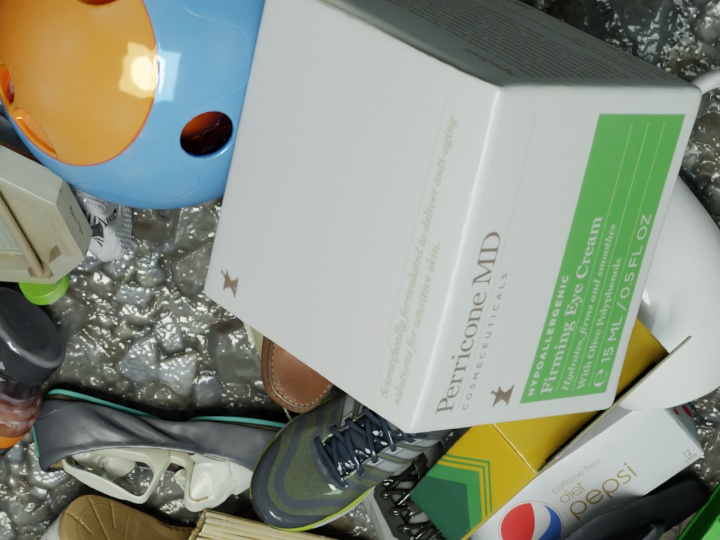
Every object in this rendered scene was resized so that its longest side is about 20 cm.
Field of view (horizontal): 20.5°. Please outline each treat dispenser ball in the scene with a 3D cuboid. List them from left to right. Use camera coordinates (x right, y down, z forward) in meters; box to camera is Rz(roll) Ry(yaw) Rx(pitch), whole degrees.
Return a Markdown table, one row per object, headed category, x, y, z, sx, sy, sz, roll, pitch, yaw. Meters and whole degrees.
| category | x | y | z | sx | sy | sz | roll | pitch | yaw |
| --- | --- | --- | --- | --- | --- | --- | --- | --- | --- |
| treat dispenser ball | -0.123 | -0.138 | 1.197 | 0.200 | 0.201 | 0.202 | 0 | 116 | 0 |

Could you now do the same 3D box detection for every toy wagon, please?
| category | x | y | z | sx | sy | sz | roll | pitch | yaw |
| --- | --- | --- | --- | --- | --- | --- | --- | --- | --- |
| toy wagon | -0.274 | -0.038 | 1.258 | 0.199 | 0.040 | 0.155 | 4 | 148 | 15 |

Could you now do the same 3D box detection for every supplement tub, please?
| category | x | y | z | sx | sy | sz | roll | pitch | yaw |
| --- | --- | --- | --- | --- | --- | --- | --- | --- | --- |
| supplement tub | -0.292 | 0.101 | 1.365 | 0.107 | 0.107 | 0.200 | 42 | 109 | -18 |

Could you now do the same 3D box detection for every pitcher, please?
| category | x | y | z | sx | sy | sz | roll | pitch | yaw |
| --- | --- | --- | --- | --- | --- | --- | --- | --- | --- |
| pitcher | 0.204 | -0.022 | 1.307 | 0.171 | 0.121 | 0.201 | -17 | 104 | 5 |

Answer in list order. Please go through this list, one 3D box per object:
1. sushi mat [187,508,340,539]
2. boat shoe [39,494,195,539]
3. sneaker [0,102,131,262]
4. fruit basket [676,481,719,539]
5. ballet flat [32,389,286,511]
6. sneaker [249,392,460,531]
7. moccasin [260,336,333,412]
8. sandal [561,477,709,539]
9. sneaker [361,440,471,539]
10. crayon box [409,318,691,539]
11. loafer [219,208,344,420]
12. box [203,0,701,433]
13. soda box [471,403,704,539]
| category | x | y | z | sx | sy | sz | roll | pitch | yaw |
| --- | --- | --- | --- | --- | --- | --- | --- | --- | --- |
| sushi mat | -0.047 | 0.234 | 1.438 | 0.199 | 0.012 | 0.096 | 17 | 103 | -30 |
| boat shoe | -0.144 | 0.225 | 1.455 | 0.200 | 0.071 | 0.069 | 31 | 139 | -23 |
| sneaker | -0.237 | -0.076 | 1.300 | 0.114 | 0.075 | 0.200 | -21 | 121 | 20 |
| fruit basket | 0.339 | 0.211 | 1.412 | 0.214 | 0.156 | 0.217 | 5 | 108 | 14 |
| ballet flat | -0.134 | 0.134 | 1.400 | 0.199 | 0.073 | 0.073 | 9 | 116 | -3 |
| sneaker | 0.014 | 0.096 | 1.282 | 0.200 | 0.081 | 0.074 | -35 | 83 | -11 |
| moccasin | 0.001 | 0.001 | 1.292 | 0.074 | 0.078 | 0.202 | 38 | 83 | -16 |
| sandal | 0.181 | 0.191 | 1.374 | 0.043 | 0.200 | 0.076 | 58 | 136 | 16 |
| sneaker | 0.042 | 0.168 | 1.345 | 0.074 | 0.079 | 0.201 | -22 | 98 | -9 |
| crayon box | 0.115 | 0.093 | 1.250 | 0.126 | 0.200 | 0.052 | -38 | 82 | -26 |
| loafer | -0.040 | 0.036 | 1.356 | 0.075 | 0.068 | 0.201 | -20 | 115 | 9 |
| box | 0.047 | -0.044 | 1.116 | 0.171 | 0.200 | 0.200 | -3 | 115 | -41 |
| soda box | 0.142 | 0.148 | 1.412 | 0.200 | 0.068 | 0.064 | -37 | 112 | 16 |
